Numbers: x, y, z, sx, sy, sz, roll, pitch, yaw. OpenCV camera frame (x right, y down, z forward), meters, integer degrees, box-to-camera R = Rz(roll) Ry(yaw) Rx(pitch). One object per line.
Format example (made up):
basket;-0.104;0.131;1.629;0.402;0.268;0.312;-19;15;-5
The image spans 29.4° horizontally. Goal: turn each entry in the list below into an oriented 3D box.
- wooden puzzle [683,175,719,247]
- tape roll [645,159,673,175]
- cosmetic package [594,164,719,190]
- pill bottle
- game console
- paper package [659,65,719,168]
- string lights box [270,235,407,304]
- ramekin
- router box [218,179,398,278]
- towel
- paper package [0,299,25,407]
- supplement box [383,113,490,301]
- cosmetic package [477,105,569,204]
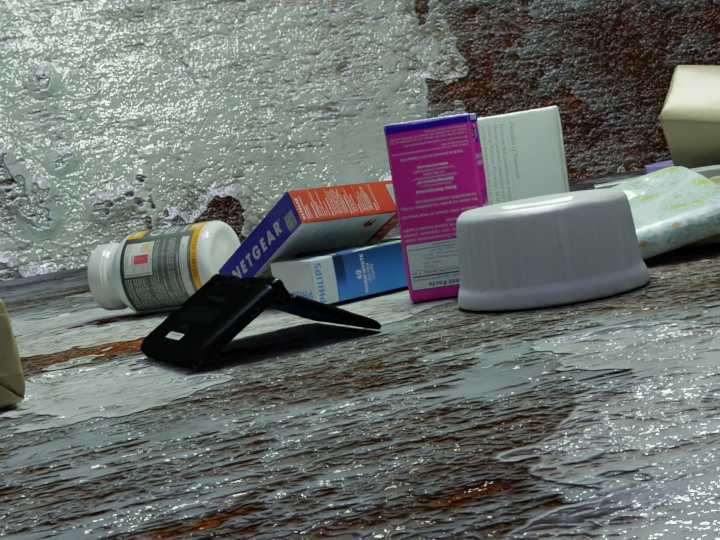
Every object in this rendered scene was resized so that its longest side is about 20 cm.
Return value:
wooden puzzle;0.460;-0.068;1.659;0.184;0.047;0.200;-5;20;43
tape roll;0.547;-0.136;2.124;0.198;0.086;0.200;-9;6;1
cosmetic package;0.417;-0.090;1.844;0.198;0.091;0.107;-11;3;14
pill bottle;-0.271;-0.001;1.904;0.198;0.117;0.116;-7;5;23
game console;-0.106;0.067;1.392;0.176;0.117;0.200;-43;16;-18
paper package;0.533;-0.191;1.904;0.199;0.104;0.191;8;-26;28
string lights box;0.000;0.000;1.714;0.199;0.059;0.102;-12;5;-32
ramekin;0.192;-0.024;1.416;0.199;0.099;0.200;-9;5;1
router box;-0.061;-0.038;1.766;0.179;0.049;0.200;-9;-24;-39
towel;0.340;-0.066;1.615;0.170;0.048;0.200;-21;17;0
paper package;-0.423;0.084;1.289;0.189;0.104;0.200;-9;4;-19
supplement box;0.095;-0.074;1.568;0.102;0.202;0.101;-7;6;10
cosmetic package;0.185;-0.113;1.880;0.198;0.168;0.167;-8;-9;8
